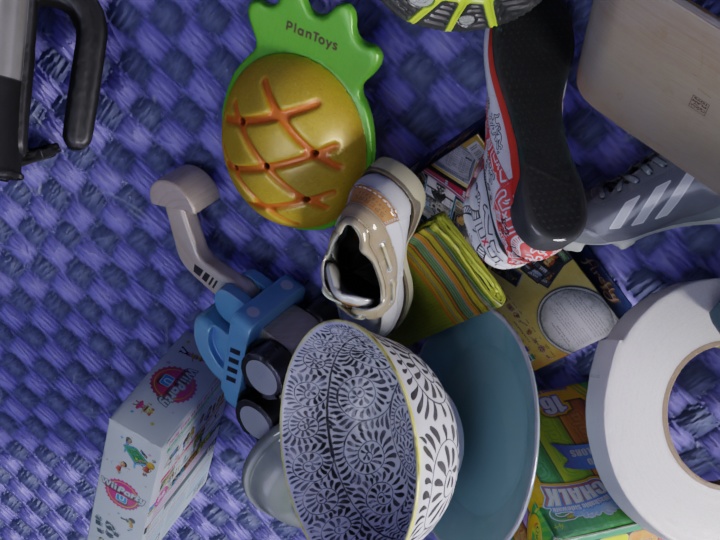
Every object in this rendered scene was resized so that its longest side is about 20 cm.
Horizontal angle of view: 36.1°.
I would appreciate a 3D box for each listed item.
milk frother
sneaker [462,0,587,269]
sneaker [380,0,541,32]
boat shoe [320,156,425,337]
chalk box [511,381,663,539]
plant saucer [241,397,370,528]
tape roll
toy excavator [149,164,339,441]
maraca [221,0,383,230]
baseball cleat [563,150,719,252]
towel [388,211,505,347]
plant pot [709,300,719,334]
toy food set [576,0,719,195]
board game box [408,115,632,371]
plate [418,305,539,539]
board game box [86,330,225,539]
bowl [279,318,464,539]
[{"bbox_3d":[-0.324,-0.173,0.947,0.199,0.178,0.192,7,91,54],"label":"milk frother"},{"bbox_3d":[0.107,-0.103,0.794,0.066,0.206,0.108,0,166,-17],"label":"sneaker"},{"bbox_3d":[0.102,-0.218,0.724,0.196,0.078,0.076,-14,156,6],"label":"sneaker"},{"bbox_3d":[0.000,0.000,0.870,0.074,0.068,0.202,31,147,20],"label":"boat shoe"},{"bbox_3d":[0.179,0.207,0.897,0.122,0.201,0.126,-8,127,-17],"label":"chalk box"},{"bbox_3d":[-0.010,0.194,1.024,0.196,0.051,0.202,-10,138,-9],"label":"plant saucer"},{"bbox_3d":[0.265,0.107,0.824,0.202,0.204,0.037,41,169,-7],"label":"tape roll"},{"bbox_3d":[-0.116,0.027,1.007,0.198,0.100,0.197,33,136,19],"label":"toy excavator"},{"bbox_3d":[-0.047,-0.121,0.860,0.135,0.107,0.203,22,127,12],"label":"maraca"},{"bbox_3d":[0.219,-0.073,0.801,0.196,0.070,0.108,-7,113,15],"label":"baseball cleat"},{"bbox_3d":[0.040,0.019,0.923,0.087,0.018,0.199,53,148,-3],"label":"towel"},{"bbox_3d":[0.379,0.028,0.699,0.193,0.197,0.202,27,110,-10],"label":"plant pot"},{"bbox_3d":[0.226,-0.122,0.687,0.199,0.061,0.144,38,163,17],"label":"toy food set"},{"bbox_3d":[0.110,-0.010,0.908,0.135,0.035,0.201,-30,106,36],"label":"board game box"},{"bbox_3d":[0.094,0.128,0.893,0.025,0.202,0.201,6,135,-26],"label":"plate"},{"bbox_3d":[-0.200,0.184,1.110,0.063,0.148,0.202,26,129,8],"label":"board game box"},{"bbox_3d":[0.022,0.138,0.890,0.199,0.093,0.205,8,99,56],"label":"bowl"}]
